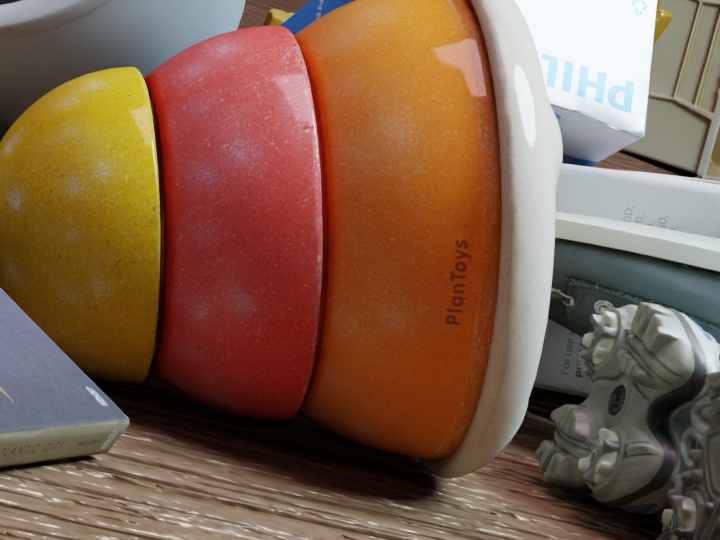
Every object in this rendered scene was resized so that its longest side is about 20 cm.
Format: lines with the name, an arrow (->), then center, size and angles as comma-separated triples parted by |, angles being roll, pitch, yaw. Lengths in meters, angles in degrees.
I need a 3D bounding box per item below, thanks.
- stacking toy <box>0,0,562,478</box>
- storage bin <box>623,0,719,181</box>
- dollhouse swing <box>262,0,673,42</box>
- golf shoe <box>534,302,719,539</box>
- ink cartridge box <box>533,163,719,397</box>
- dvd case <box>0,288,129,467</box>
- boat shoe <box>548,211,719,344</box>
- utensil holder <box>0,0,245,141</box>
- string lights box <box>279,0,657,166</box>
stacking toy -> -0.054, -0.016, 0.764 | 0.200, 0.146, 0.146 | 1, 13, -13
storage bin -> 0.306, -0.172, 2.222 | 0.094, 0.199, 0.200 | 20, 8, 31
dollhouse swing -> 0.068, -0.178, 1.887 | 0.176, 0.182, 0.200 | 47, 22, 28
golf shoe -> 0.127, 0.062, 0.769 | 0.097, 0.078, 0.200 | 22, 8, -18
ink cartridge box -> 0.169, 0.017, 0.973 | 0.200, 0.083, 0.145 | 10, 3, 25
dvd case -> -0.151, -0.007, 0.617 | 0.149, 0.016, 0.200 | 44, 17, 18
boat shoe -> 0.097, 0.017, 0.887 | 0.200, 0.062, 0.073 | 10, 3, 25
utensil holder -> -0.128, -0.144, 1.037 | 0.170, 0.170, 0.200 | 20, -9, 6
string lights box -> 0.017, -0.059, 1.045 | 0.103, 0.059, 0.200 | 16, -21, -22
